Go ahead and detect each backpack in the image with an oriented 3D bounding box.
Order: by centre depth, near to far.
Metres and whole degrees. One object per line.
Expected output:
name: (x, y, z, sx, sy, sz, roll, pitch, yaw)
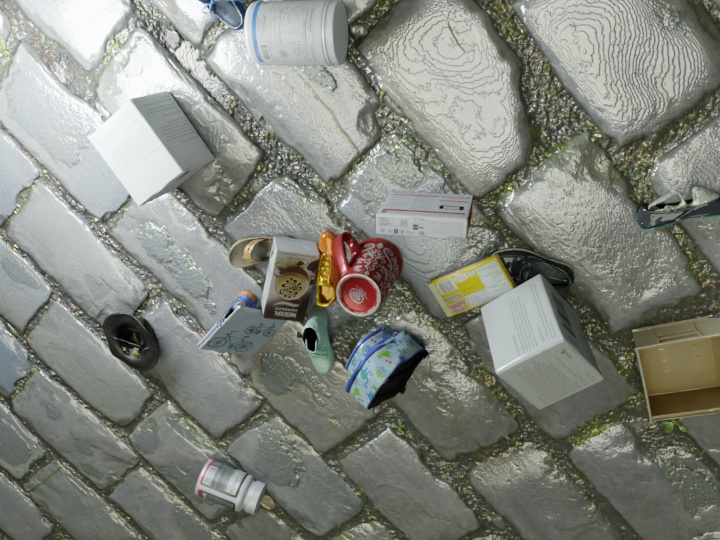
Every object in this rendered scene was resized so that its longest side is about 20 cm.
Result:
backpack: (0.048, 0.247, 1.524, 0.147, 0.199, 0.184, 38, 120, 19)

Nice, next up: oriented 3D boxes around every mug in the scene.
mug: (-0.001, 0.011, 1.434, 0.176, 0.200, 0.134, 22, 117, 4)

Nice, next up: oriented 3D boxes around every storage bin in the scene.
storage bin: (0.750, 0.227, 1.385, 0.197, 0.094, 0.202, -13, 108, 20)

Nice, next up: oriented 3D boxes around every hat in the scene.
hat: (-0.654, 0.192, 1.758, 0.199, 0.081, 0.202, 10, 122, 16)

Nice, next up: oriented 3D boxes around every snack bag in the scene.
snack bag: (-0.313, 0.162, 1.620, 0.200, 0.188, 0.022, -44, 52, 26)

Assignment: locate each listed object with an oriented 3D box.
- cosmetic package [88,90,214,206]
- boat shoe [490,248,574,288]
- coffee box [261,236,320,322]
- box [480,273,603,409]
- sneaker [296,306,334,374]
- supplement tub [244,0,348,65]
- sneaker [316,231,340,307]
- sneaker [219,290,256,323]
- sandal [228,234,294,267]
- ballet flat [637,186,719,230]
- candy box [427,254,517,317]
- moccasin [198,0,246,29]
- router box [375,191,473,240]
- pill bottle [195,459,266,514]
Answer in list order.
cosmetic package: (-0.502, -0.297, 1.455, 0.164, 0.165, 0.201, -29, 103, 24)
boat shoe: (0.400, 0.003, 1.397, 0.197, 0.066, 0.075, 18, 117, 7)
coffee box: (-0.182, 0.024, 1.533, 0.112, 0.080, 0.202, 6, 119, -17)
box: (0.407, 0.164, 1.360, 0.171, 0.200, 0.200, -33, 126, 25)
sneaker: (-0.121, 0.212, 1.599, 0.073, 0.118, 0.202, -1, 114, 14)
supplement tub: (-0.136, -0.508, 1.285, 0.198, 0.132, 0.133, 4, 114, 12)
sneaker: (-0.079, 0.000, 1.520, 0.072, 0.077, 0.202, 5, 112, 14)
sneaker: (-0.358, 0.146, 1.657, 0.075, 0.079, 0.201, 29, 117, 2)
sandal: (-0.261, -0.048, 1.559, 0.198, 0.054, 0.081, -8, 112, 17)
ballet flat: (0.688, -0.137, 1.260, 0.198, 0.073, 0.074, -12, 109, 22)
candy box: (0.269, 0.040, 1.447, 0.199, 0.026, 0.103, -24, 107, 37)
moccasin: (-0.339, -0.612, 1.330, 0.200, 0.068, 0.080, 42, 117, -5)
router box: (0.149, -0.127, 1.346, 0.198, 0.180, 0.049, 5, 114, 14)
pill bottle: (-0.405, 0.684, 1.882, 0.198, 0.114, 0.115, 19, 116, 6)
